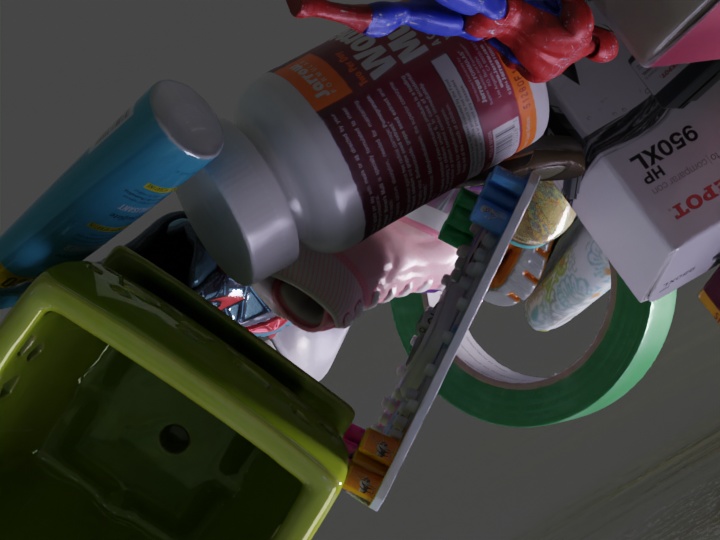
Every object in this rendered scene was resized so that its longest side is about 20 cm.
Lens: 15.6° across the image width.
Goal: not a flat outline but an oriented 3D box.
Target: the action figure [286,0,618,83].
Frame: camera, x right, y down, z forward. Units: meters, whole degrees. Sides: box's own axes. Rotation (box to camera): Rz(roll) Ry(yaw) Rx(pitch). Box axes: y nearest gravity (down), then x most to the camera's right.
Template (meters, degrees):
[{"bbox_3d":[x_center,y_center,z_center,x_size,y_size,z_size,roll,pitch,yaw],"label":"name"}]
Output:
[{"bbox_3d":[0.054,-0.161,1.412,0.200,0.099,0.065,15,139,-30],"label":"action figure"}]

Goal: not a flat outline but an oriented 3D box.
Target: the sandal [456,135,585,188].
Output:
[{"bbox_3d":[0.060,-0.078,1.609,0.082,0.055,0.200,-3,180,-34],"label":"sandal"}]

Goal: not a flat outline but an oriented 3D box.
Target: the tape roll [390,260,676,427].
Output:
[{"bbox_3d":[0.117,0.006,1.803,0.200,0.201,0.048,-41,163,23],"label":"tape roll"}]

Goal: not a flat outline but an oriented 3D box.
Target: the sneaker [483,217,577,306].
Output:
[{"bbox_3d":[0.135,-0.066,1.895,0.200,0.078,0.077,-54,-175,37],"label":"sneaker"}]

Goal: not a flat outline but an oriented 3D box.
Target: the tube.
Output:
[{"bbox_3d":[-0.157,-0.030,1.439,0.200,0.050,0.077,-38,158,33],"label":"tube"}]

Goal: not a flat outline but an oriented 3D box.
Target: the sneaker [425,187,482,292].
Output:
[{"bbox_3d":[0.025,-0.018,1.721,0.200,0.089,0.080,-31,179,-19],"label":"sneaker"}]

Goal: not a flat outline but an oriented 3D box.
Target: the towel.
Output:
[{"bbox_3d":[0.205,-0.058,1.919,0.200,0.048,0.171,-57,-177,-31],"label":"towel"}]

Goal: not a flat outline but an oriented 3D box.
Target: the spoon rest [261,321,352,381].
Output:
[{"bbox_3d":[-0.037,0.034,1.835,0.099,0.061,0.200,-26,163,-30],"label":"spoon rest"}]

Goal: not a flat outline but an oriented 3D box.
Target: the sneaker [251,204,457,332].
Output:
[{"bbox_3d":[0.000,0.000,1.606,0.075,0.105,0.200,2,161,43],"label":"sneaker"}]

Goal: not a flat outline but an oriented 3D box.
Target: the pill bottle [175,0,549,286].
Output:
[{"bbox_3d":[-0.001,-0.078,1.480,0.200,0.110,0.110,-30,164,-18],"label":"pill bottle"}]

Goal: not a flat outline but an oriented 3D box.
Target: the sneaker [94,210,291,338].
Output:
[{"bbox_3d":[-0.093,0.003,1.595,0.200,0.079,0.096,-26,161,-28],"label":"sneaker"}]

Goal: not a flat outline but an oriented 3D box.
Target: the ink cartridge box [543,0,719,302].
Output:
[{"bbox_3d":[0.182,-0.104,1.609,0.144,0.200,0.084,-29,164,-19],"label":"ink cartridge box"}]

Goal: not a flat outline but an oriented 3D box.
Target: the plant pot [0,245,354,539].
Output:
[{"bbox_3d":[-0.125,0.111,1.456,0.199,0.200,0.181,-55,180,16],"label":"plant pot"}]

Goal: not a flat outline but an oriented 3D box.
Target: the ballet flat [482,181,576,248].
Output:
[{"bbox_3d":[0.128,-0.091,1.697,0.071,0.071,0.200,-46,-171,36],"label":"ballet flat"}]

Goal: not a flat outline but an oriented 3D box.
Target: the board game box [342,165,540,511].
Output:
[{"bbox_3d":[0.036,0.037,1.490,0.200,0.026,0.200,-64,-177,-4],"label":"board game box"}]

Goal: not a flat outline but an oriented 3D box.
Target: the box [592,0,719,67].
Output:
[{"bbox_3d":[0.211,-0.202,1.511,0.109,0.128,0.200,-44,162,32],"label":"box"}]

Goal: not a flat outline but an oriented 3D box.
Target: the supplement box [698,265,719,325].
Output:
[{"bbox_3d":[0.296,-0.009,1.552,0.086,0.110,0.200,-24,158,-30],"label":"supplement box"}]
